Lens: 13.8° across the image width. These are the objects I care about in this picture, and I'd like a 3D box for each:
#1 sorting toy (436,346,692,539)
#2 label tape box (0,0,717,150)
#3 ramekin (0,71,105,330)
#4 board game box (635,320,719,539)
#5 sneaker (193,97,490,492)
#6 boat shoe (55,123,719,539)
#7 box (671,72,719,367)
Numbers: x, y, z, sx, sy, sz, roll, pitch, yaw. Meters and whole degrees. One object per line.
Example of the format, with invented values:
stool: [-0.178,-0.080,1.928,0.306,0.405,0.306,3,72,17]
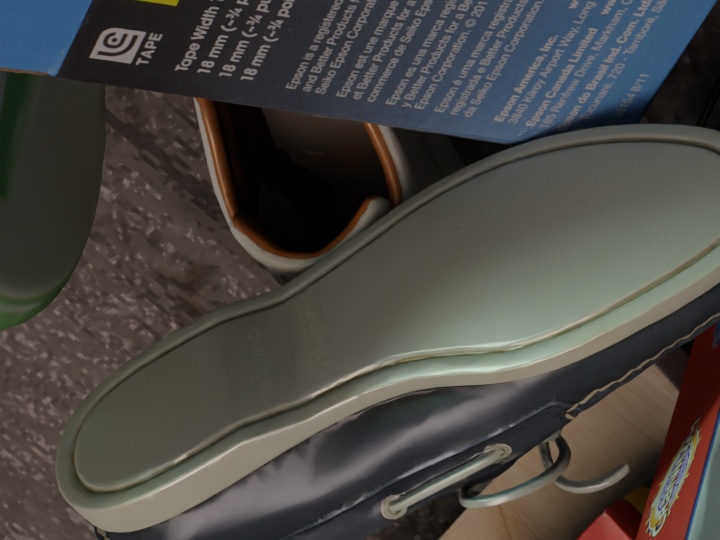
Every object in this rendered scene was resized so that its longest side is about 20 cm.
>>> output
sorting toy: [0.074,0.158,0.802,0.200,0.070,0.199,47,122,12]
label tape box: [0.000,-0.106,0.702,0.199,0.063,0.144,7,135,-26]
ramekin: [-0.142,-0.067,0.758,0.097,0.200,0.201,-11,122,17]
board game box: [0.137,0.098,0.712,0.153,0.200,0.040,29,131,-3]
sneaker: [0.000,0.000,0.828,0.073,0.085,0.200,-14,122,25]
boat shoe: [0.020,0.029,0.759,0.199,0.075,0.062,-28,131,11]
box: [0.159,-0.001,0.792,0.157,0.051,0.200,23,130,3]
